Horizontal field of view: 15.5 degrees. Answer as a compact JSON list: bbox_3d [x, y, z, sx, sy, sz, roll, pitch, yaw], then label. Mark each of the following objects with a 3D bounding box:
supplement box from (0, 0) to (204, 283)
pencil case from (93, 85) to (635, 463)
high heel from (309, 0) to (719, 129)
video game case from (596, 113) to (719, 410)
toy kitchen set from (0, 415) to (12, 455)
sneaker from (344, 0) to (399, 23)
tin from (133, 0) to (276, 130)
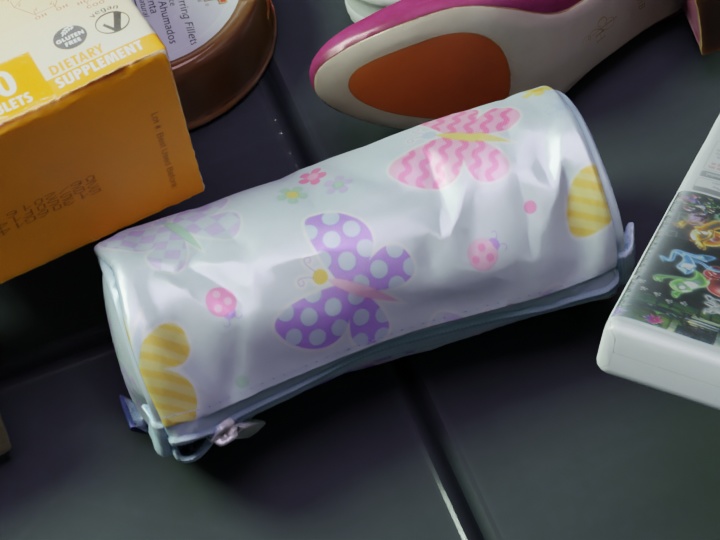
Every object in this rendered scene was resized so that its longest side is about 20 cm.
[{"bbox_3d":[-0.158,-0.086,1.022,0.125,0.074,0.200,-25,44,-12],"label":"supplement box"},{"bbox_3d":[0.000,0.000,0.985,0.199,0.083,0.091,-21,45,-9],"label":"pencil case"},{"bbox_3d":[0.070,-0.115,1.085,0.199,0.068,0.096,-10,43,-8],"label":"high heel"},{"bbox_3d":[0.199,0.014,0.915,0.199,0.023,0.182,18,32,12],"label":"video game case"},{"bbox_3d":[-0.224,0.062,0.909,0.199,0.181,0.163,-27,54,-14],"label":"toy kitchen set"},{"bbox_3d":[0.045,-0.195,1.132,0.074,0.082,0.201,9,54,15],"label":"sneaker"},{"bbox_3d":[-0.134,-0.096,1.112,0.199,0.042,0.112,-15,55,-4],"label":"tin"}]
